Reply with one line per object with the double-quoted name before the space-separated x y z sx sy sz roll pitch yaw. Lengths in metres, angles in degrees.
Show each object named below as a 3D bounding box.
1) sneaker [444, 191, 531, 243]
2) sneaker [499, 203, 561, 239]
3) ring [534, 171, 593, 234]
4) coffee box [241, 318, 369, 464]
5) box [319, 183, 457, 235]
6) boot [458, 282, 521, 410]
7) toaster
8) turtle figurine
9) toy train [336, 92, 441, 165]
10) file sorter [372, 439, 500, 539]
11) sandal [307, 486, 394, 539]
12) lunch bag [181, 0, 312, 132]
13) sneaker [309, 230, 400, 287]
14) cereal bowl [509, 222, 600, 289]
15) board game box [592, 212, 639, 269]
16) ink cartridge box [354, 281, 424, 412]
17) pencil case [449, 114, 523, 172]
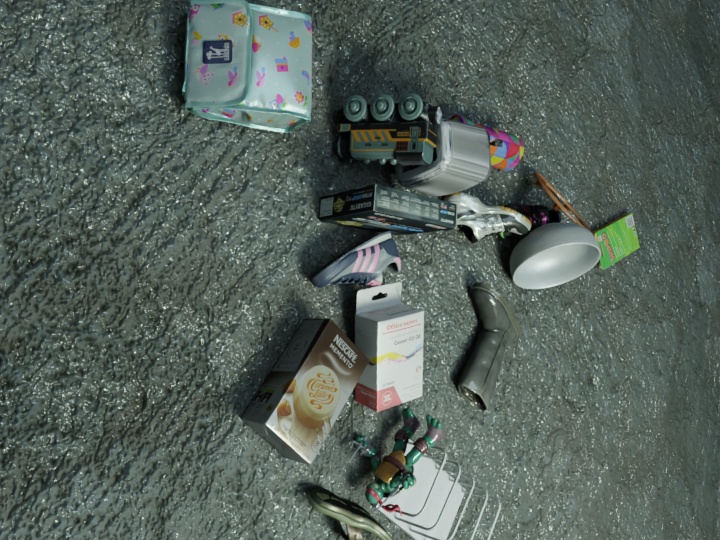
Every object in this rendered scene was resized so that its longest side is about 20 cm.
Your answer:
"sneaker" 0.255 -0.095 1.433 0.195 0.076 0.090 15 87 -11
"sneaker" 0.372 -0.116 1.538 0.197 0.083 0.079 -14 94 -39
"ring" 0.459 -0.144 1.583 0.199 0.019 0.202 41 21 -19
"coffee box" -0.086 0.192 1.135 0.115 0.079 0.202 46 60 -27
"box" 0.049 -0.102 1.222 0.196 0.157 0.047 8 82 -39
"boot" 0.247 0.155 1.431 0.182 0.072 0.201 48 66 -24
"toaster" 0.152 -0.210 1.289 0.127 0.198 0.117 4 82 -39
"turtle figurine" 0.055 0.335 1.214 0.200 0.147 0.102 -44 138 -30
"toy train" 0.046 -0.244 1.219 0.085 0.195 0.118 10 84 -68
"file sorter" 0.148 0.429 1.282 0.200 0.123 0.141 45 61 -28
"sandal" -0.019 0.431 1.184 0.199 0.079 0.058 36 83 -25
"lunch bag" -0.178 -0.317 1.079 0.195 0.121 0.176 3 86 -31
"sneaker" 0.000 0.000 1.224 0.198 0.070 0.084 -29 92 -36
"cereal bowl" 0.414 -0.042 1.510 0.196 0.199 0.085 13 53 -37
"board game box" 0.662 -0.077 1.811 0.197 0.030 0.098 -23 101 -41
"ink cartridge box" 0.052 0.132 1.237 0.114 0.067 0.206 -11 106 -39
"pencil case" 0.255 -0.265 1.458 0.196 0.087 0.091 9 81 -41
